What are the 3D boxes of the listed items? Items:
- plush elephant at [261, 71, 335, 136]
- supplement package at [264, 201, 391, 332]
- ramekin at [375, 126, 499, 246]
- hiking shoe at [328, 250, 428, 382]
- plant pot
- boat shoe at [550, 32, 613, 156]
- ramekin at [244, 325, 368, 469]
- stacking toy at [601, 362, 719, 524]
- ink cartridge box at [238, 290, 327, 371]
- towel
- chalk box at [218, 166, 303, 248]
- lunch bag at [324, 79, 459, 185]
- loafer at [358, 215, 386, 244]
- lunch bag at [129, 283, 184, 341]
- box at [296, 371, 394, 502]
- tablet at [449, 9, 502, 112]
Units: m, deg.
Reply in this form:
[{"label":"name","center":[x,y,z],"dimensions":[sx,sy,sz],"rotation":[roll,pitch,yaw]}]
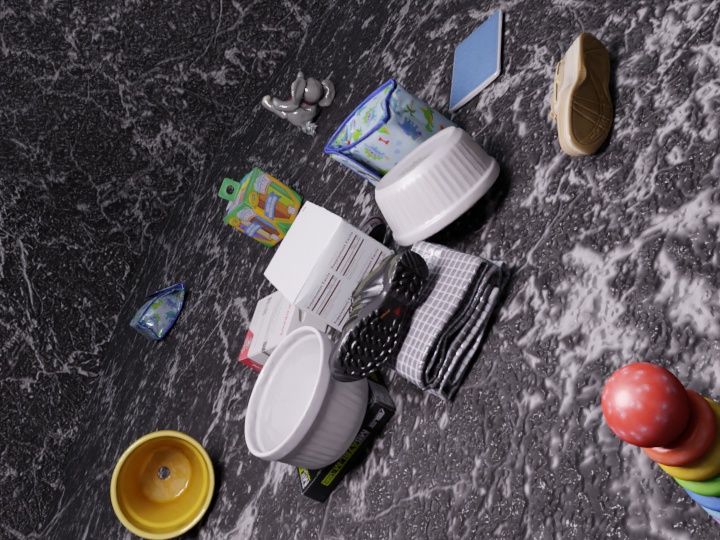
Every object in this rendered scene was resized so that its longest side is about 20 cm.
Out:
[{"label":"plush elephant","center":[-0.170,-0.512,2.001],"dimensions":[0.200,0.163,0.156],"rotation":[44,118,36]},{"label":"supplement package","center":[-0.019,0.013,1.087],"dimensions":[0.148,0.199,0.191],"rotation":[-58,24,1]},{"label":"ramekin","center":[0.110,-0.137,1.052],"dimensions":[0.201,0.095,0.203],"rotation":[-38,14,11]},{"label":"hiking shoe","center":[0.018,0.063,0.937],"dimensions":[0.201,0.075,0.100],"rotation":[-55,18,-8]},{"label":"plant pot","center":[-0.406,0.430,1.395],"dimensions":[0.203,0.199,0.189],"rotation":[-66,12,-15]},{"label":"boat shoe","center":[0.295,-0.228,0.921],"dimensions":[0.069,0.073,0.202],"rotation":[-41,27,57]},{"label":"ramekin","center":[-0.075,0.195,1.005],"dimensions":[0.200,0.104,0.202],"rotation":[-41,33,34]},{"label":"stacking toy","center":[0.239,0.126,0.474],"dimensions":[0.085,0.199,0.086],"rotation":[-43,29,31]},{"label":"ink cartridge box","center":[-0.148,0.115,1.358],"dimensions":[0.199,0.082,0.149],"rotation":[-25,41,51]},{"label":"towel","center":[0.103,0.059,0.943],"dimensions":[0.202,0.085,0.165],"rotation":[-62,26,-6]},{"label":"chalk box","center":[-0.272,-0.174,1.767],"dimensions":[0.123,0.199,0.126],"rotation":[-29,38,47]},{"label":"lunch bag","center":[0.051,-0.219,1.225],"dimensions":[0.199,0.169,0.129],"rotation":[-23,45,51]},{"label":"loafer","center":[0.000,0.000,1.241],"dimensions":[0.063,0.071,0.202],"rotation":[43,108,45]},{"label":"lunch bag","center":[-0.689,0.132,2.330],"dimensions":[0.201,0.127,0.169],"rotation":[-56,19,-23]},{"label":"box","center":[-0.040,0.226,1.080],"dimensions":[0.194,0.047,0.200],"rotation":[-56,26,14]},{"label":"tablet","center":[0.224,-0.405,1.302],"dimensions":[0.130,0.014,0.202],"rotation":[-34,36,44]}]
